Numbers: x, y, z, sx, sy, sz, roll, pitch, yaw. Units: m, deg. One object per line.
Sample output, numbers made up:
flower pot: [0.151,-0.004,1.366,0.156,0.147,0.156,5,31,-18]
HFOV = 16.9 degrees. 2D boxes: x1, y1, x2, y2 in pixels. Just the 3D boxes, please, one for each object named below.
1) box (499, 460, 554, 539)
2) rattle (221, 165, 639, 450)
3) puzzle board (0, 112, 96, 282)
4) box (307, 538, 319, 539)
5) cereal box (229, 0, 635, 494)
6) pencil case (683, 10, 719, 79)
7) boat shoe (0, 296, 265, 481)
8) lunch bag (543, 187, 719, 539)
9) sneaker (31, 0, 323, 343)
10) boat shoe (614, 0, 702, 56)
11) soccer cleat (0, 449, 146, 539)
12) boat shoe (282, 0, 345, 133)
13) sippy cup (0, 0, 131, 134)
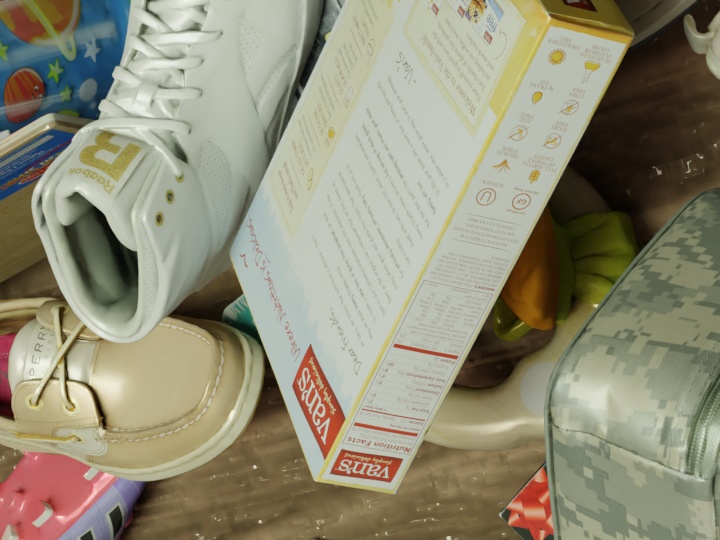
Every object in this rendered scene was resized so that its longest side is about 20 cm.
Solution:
box: [0.169,0.119,0.963,0.200,0.040,0.137,44,122,10]
rattle: [0.000,0.000,0.957,0.199,0.143,0.131,18,105,27]
puzzle board: [-0.174,-0.015,1.024,0.200,0.151,0.017,-28,77,18]
box: [-0.021,0.210,1.003,0.127,0.200,0.109,18,113,24]
cereal box: [0.018,-0.041,0.868,0.200,0.039,0.144,-64,29,29]
pencil case: [0.206,-0.035,0.866,0.089,0.078,0.200,-38,84,-12]
boat shoe: [-0.127,0.047,1.056,0.200,0.069,0.074,-4,66,44]
lunch bag: [0.168,0.090,0.823,0.167,0.139,0.201,18,134,32]
sneaker: [-0.071,-0.068,0.924,0.073,0.116,0.201,16,122,20]
boat shoe: [0.138,-0.146,0.866,0.200,0.063,0.073,-50,59,20]
soccer cleat: [-0.149,0.138,1.143,0.076,0.067,0.200,29,115,-33]
boat shoe: [-0.017,-0.151,0.969,0.091,0.071,0.201,-16,104,32]
sippy cup: [-0.173,-0.087,1.036,0.139,0.130,0.179,14,112,26]
